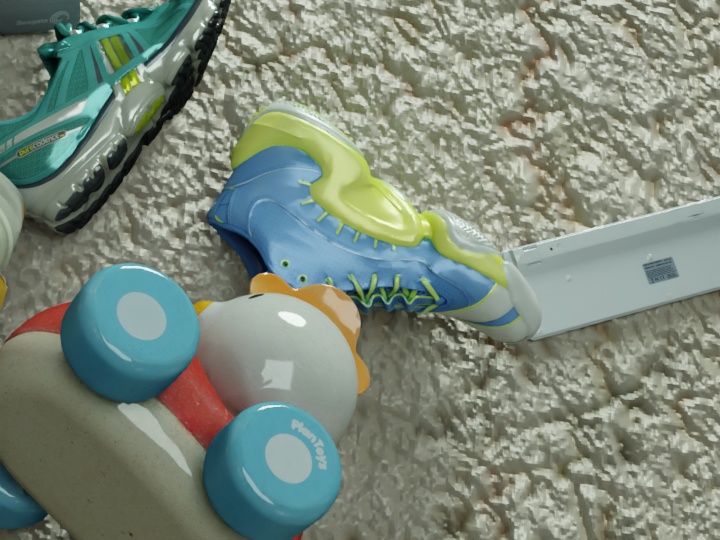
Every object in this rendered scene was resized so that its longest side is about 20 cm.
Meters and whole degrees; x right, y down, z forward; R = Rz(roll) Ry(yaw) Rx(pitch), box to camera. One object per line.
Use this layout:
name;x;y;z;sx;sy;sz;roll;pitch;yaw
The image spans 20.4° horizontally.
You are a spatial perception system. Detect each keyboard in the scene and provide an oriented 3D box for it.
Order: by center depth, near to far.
keyboard;0.179;-0.007;1.216;0.199;0.011;0.057;-14;83;-24

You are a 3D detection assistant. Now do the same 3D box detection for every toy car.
toy car;-0.075;0.059;1.019;0.177;0.184;0.200;44;47;-1

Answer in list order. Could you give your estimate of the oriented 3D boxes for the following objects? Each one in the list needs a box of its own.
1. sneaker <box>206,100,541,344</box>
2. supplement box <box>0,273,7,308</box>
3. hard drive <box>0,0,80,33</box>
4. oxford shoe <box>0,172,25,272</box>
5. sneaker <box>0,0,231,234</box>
sneaker;0.000;0.000;1.119;0.200;0.076;0.105;37;76;2
supplement box;-0.275;0.044;0.903;0.132;0.197;0.201;8;66;13
hard drive;-0.253;-0.197;1.097;0.199;0.042;0.136;-1;73;-21
oxford shoe;-0.255;-0.066;1.048;0.200;0.075;0.058;39;23;5
sneaker;-0.134;-0.114;1.100;0.080;0.078;0.200;36;64;4
